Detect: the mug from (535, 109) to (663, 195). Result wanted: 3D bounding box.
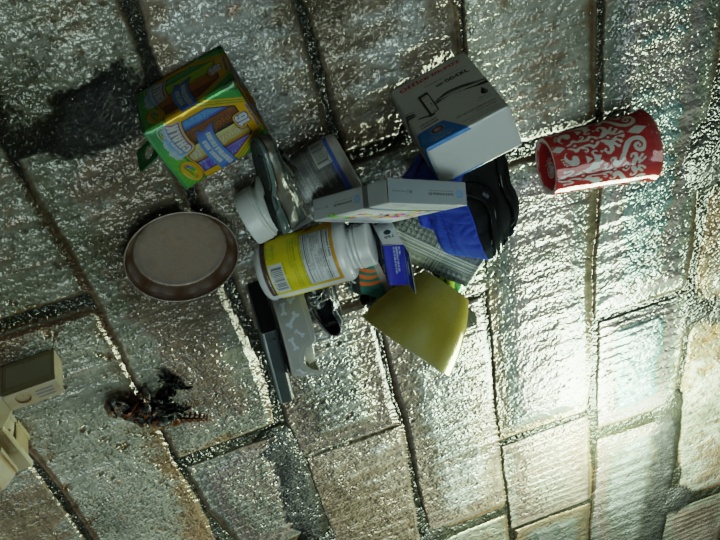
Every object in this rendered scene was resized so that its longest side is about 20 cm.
[{"bbox_3d":[0.437,-0.194,1.641,0.200,0.134,0.178,-12,131,-7],"label":"mug"}]

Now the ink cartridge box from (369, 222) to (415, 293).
[{"bbox_3d":[0.043,-0.050,1.558,0.039,0.200,0.100,-18,132,-8],"label":"ink cartridge box"}]

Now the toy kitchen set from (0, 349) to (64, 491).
[{"bbox_3d":[-0.608,0.293,1.624,0.180,0.163,0.200,-19,134,-5],"label":"toy kitchen set"}]

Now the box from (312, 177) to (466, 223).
[{"bbox_3d":[0.042,-0.107,1.389,0.156,0.200,0.041,-1,86,-37],"label":"box"}]

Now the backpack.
[{"bbox_3d":[0.179,-0.126,1.516,0.163,0.168,0.200,-52,131,-28],"label":"backpack"}]

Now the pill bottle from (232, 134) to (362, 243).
[{"bbox_3d":[-0.106,-0.134,1.486,0.200,0.114,0.114,-29,134,5],"label":"pill bottle"}]

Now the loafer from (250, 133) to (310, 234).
[{"bbox_3d":[-0.121,-0.140,1.361,0.063,0.072,0.200,-28,145,-14],"label":"loafer"}]

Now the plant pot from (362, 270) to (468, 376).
[{"bbox_3d":[0.125,0.087,1.672,0.200,0.200,0.142,35,89,-40],"label":"plant pot"}]

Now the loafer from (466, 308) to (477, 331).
[{"bbox_3d":[0.142,0.094,1.823,0.200,0.072,0.063,12,141,-22],"label":"loafer"}]

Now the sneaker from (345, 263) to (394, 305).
[{"bbox_3d":[0.000,0.000,1.673,0.080,0.071,0.200,-32,135,1],"label":"sneaker"}]

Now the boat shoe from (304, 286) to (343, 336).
[{"bbox_3d":[-0.074,0.049,1.692,0.073,0.063,0.200,-22,134,-2],"label":"boat shoe"}]

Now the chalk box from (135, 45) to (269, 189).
[{"bbox_3d":[-0.259,-0.222,1.342,0.200,0.125,0.124,-29,134,2],"label":"chalk box"}]

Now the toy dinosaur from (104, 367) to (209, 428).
[{"bbox_3d":[-0.399,0.270,1.757,0.200,0.102,0.136,-4,148,-42],"label":"toy dinosaur"}]

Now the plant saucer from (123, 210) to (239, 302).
[{"bbox_3d":[-0.315,-0.030,1.549,0.200,0.035,0.201,-12,133,-13],"label":"plant saucer"}]

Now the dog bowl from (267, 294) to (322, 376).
[{"bbox_3d":[-0.125,0.105,1.635,0.059,0.200,0.200,-16,133,-10],"label":"dog bowl"}]

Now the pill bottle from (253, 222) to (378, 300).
[{"bbox_3d":[-0.075,-0.023,1.519,0.200,0.109,0.109,-15,135,11],"label":"pill bottle"}]

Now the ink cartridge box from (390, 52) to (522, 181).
[{"bbox_3d":[0.150,-0.249,1.429,0.146,0.200,0.084,-28,131,3],"label":"ink cartridge box"}]

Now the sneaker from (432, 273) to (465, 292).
[{"bbox_3d":[0.189,-0.024,1.742,0.084,0.074,0.200,-23,137,-47],"label":"sneaker"}]

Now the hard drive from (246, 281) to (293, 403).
[{"bbox_3d":[-0.171,0.138,1.678,0.033,0.140,0.200,-17,133,-8],"label":"hard drive"}]

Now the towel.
[{"bbox_3d":[0.158,-0.085,1.646,0.200,0.035,0.193,24,115,-10],"label":"towel"}]
